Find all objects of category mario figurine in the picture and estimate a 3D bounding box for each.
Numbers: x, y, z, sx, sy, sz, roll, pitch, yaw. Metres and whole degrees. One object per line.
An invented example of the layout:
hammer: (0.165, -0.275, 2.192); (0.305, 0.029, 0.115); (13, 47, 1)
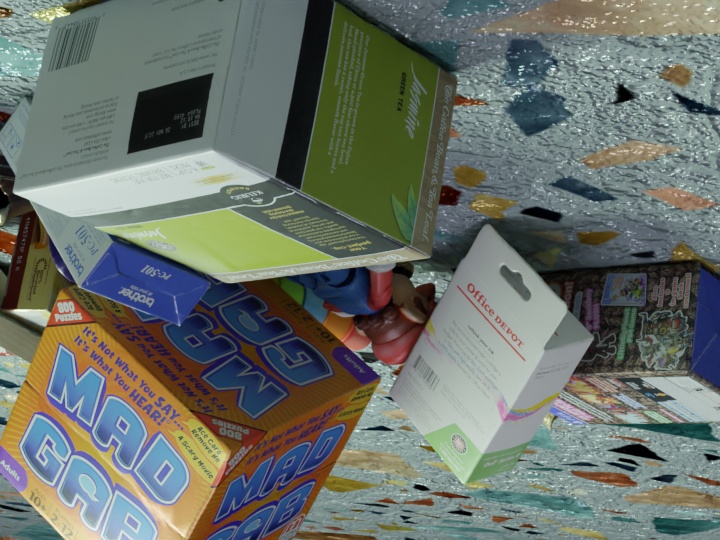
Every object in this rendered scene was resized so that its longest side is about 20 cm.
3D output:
mario figurine: (0.000, 0.000, 1.493); (0.200, 0.106, 0.123); (34, -172, -33)

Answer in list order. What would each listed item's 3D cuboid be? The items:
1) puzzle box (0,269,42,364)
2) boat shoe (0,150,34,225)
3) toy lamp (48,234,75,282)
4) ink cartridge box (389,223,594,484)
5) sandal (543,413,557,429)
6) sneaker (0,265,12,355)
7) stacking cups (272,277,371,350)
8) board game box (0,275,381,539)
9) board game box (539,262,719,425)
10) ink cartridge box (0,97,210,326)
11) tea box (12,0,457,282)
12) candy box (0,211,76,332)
puzzle box: (-0.352, 0.007, 1.524); (0.200, 0.025, 0.133); (43, -176, 42)
boat shoe: (-0.284, -0.069, 1.371); (0.202, 0.075, 0.075); (19, 160, -29)
toy lamp: (-0.149, -0.044, 1.351); (0.200, 0.058, 0.058); (-19, 152, 23)
ink cartridge box: (0.116, 0.066, 1.437); (0.067, 0.117, 0.200); (-8, 137, -42)
sandal: (0.210, 0.131, 1.765); (0.211, 0.070, 0.078); (7, 162, 6)
sneaker: (-0.371, 0.041, 1.770); (0.098, 0.071, 0.200); (0, 159, 33)
stacking cups: (-0.056, 0.030, 1.614); (0.060, 0.061, 0.200); (-6, 161, 40)
board game box: (-0.147, 0.126, 1.434); (0.200, 0.200, 0.200); (41, -147, 21)
board game box: (0.240, 0.069, 1.510); (0.200, 0.097, 0.159); (-5, 158, 37)
ink cartridge box: (-0.191, -0.045, 1.252); (0.094, 0.044, 0.200); (25, -161, -42)
tea box: (-0.079, -0.088, 1.112); (0.200, 0.134, 0.197); (-7, 156, 42)
candy box: (-0.234, 0.013, 1.538); (0.055, 0.116, 0.200); (1, 161, 26)
